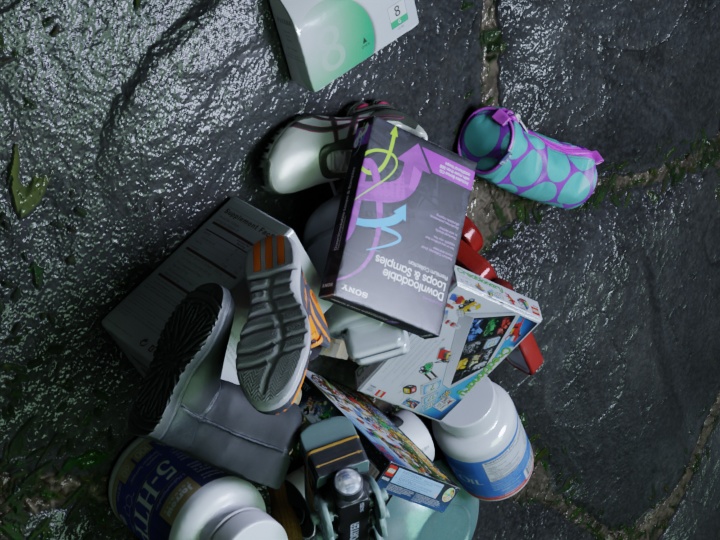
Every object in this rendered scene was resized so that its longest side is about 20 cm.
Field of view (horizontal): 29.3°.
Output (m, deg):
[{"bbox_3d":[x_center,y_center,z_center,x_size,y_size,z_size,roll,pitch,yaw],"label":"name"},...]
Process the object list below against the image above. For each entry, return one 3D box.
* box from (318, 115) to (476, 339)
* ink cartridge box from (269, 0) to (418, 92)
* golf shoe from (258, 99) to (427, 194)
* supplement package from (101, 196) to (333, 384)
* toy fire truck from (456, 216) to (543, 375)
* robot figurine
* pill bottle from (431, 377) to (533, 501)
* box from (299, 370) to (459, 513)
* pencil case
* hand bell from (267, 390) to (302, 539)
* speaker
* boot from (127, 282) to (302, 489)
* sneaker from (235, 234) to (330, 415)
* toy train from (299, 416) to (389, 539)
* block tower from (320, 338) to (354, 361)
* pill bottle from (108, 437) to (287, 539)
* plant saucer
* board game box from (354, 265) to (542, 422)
[{"bbox_3d":[0.042,-0.044,1.464,0.142,0.036,0.202,21,75,-29],"label":"box"},{"bbox_3d":[-0.026,-0.313,1.443,0.160,0.050,0.202,-36,132,-26],"label":"ink cartridge box"},{"bbox_3d":[-0.019,-0.134,1.503,0.199,0.088,0.078,-27,123,-31],"label":"golf shoe"},{"bbox_3d":[-0.147,0.043,1.444,0.200,0.117,0.117,-44,132,-17],"label":"supplement package"},{"bbox_3d":[0.136,0.027,1.665,0.112,0.167,0.201,-43,133,-19],"label":"toy fire truck"},{"bbox_3d":[0.000,0.000,1.532,0.112,0.202,0.170,-14,164,4],"label":"robot figurine"},{"bbox_3d":[0.154,0.209,1.785,0.112,0.112,0.201,-48,145,-15],"label":"pill bottle"},{"bbox_3d":[0.010,0.195,1.602,0.136,0.200,0.038,27,100,-46],"label":"box"},{"bbox_3d":[0.213,-0.139,1.719,0.199,0.086,0.092,15,127,-46],"label":"pencil case"},{"bbox_3d":[-0.092,0.232,1.510,0.103,0.202,0.105,-13,150,-7],"label":"hand bell"},{"bbox_3d":[-0.006,0.250,1.698,0.199,0.081,0.082,-26,125,-31],"label":"speaker"},{"bbox_3d":[-0.121,0.120,1.374,0.199,0.065,0.166,32,87,-45],"label":"boot"},{"bbox_3d":[-0.065,0.070,1.334,0.112,0.077,0.202,61,23,-46],"label":"sneaker"},{"bbox_3d":[-0.021,0.241,1.470,0.084,0.115,0.201,-17,150,-10],"label":"toy train"},{"bbox_3d":[-0.015,0.073,1.628,0.199,0.058,0.055,15,99,-44],"label":"block tower"},{"bbox_3d":[-0.170,0.261,1.465,0.119,0.199,0.121,-19,121,-36],"label":"pill bottle"},{"bbox_3d":[0.102,0.356,1.880,0.200,0.039,0.203,-20,121,-36],"label":"plant saucer"},{"bbox_3d":[0.099,0.088,1.592,0.125,0.035,0.200,23,126,-27],"label":"board game box"}]
